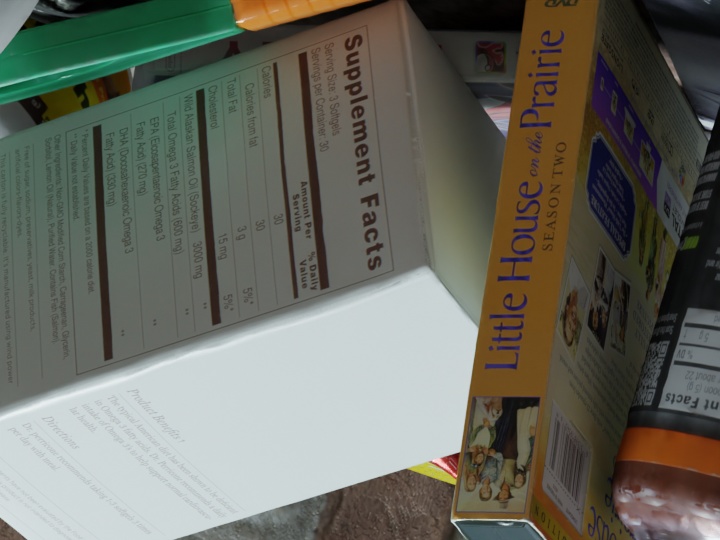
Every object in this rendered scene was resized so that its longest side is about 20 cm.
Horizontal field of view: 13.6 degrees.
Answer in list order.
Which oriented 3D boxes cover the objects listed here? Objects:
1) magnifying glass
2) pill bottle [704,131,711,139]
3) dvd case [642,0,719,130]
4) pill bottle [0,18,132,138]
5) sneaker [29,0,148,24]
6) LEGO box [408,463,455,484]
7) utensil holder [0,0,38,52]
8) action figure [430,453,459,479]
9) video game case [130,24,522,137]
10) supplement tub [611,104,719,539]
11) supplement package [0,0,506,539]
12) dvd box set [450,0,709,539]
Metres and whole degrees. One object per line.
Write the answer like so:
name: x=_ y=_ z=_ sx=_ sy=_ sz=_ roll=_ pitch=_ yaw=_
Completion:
magnifying glass: x=-0.061 y=-0.083 z=1.017 sx=0.199 sy=0.023 sz=0.080 roll=-16 pitch=180 yaw=8
pill bottle: x=0.141 y=0.015 z=1.223 sx=0.119 sy=0.120 sz=0.200 roll=15 pitch=177 yaw=15
dvd case: x=0.175 y=-0.061 z=1.020 sx=0.148 sy=0.016 sz=0.200 roll=15 pitch=172 yaw=17
pill bottle: x=-0.155 y=-0.058 z=1.228 sx=0.109 sy=0.110 sz=0.200 roll=17 pitch=-159 yaw=2
sneaker: x=-0.144 y=-0.134 z=1.012 sx=0.198 sy=0.077 sz=0.114 roll=18 pitch=171 yaw=-26
LEGO box: x=0.065 y=0.024 z=1.367 sx=0.199 sy=0.150 sz=0.077 roll=20 pitch=172 yaw=-14
utensil holder: x=-0.174 y=-0.133 z=0.737 sx=0.169 sy=0.171 sz=0.200 roll=15 pitch=170 yaw=13
action figure: x=0.000 y=0.000 z=1.192 sx=0.200 sy=0.099 sz=0.065 roll=37 pitch=131 yaw=-1
video game case: x=0.002 y=-0.065 z=1.162 sx=0.181 sy=0.023 sz=0.200 roll=1 pitch=173 yaw=-6
supplement tub: x=0.144 y=0.036 z=0.968 sx=0.106 sy=0.201 sz=0.107 roll=17 pitch=172 yaw=2
supplement package: x=-0.047 y=0.009 z=1.061 sx=0.199 sy=0.118 sz=0.117 roll=-18 pitch=145 yaw=17
dvd box set: x=0.079 y=0.017 z=1.012 sx=0.029 sy=0.201 sz=0.146 roll=-1 pitch=155 yaw=23
